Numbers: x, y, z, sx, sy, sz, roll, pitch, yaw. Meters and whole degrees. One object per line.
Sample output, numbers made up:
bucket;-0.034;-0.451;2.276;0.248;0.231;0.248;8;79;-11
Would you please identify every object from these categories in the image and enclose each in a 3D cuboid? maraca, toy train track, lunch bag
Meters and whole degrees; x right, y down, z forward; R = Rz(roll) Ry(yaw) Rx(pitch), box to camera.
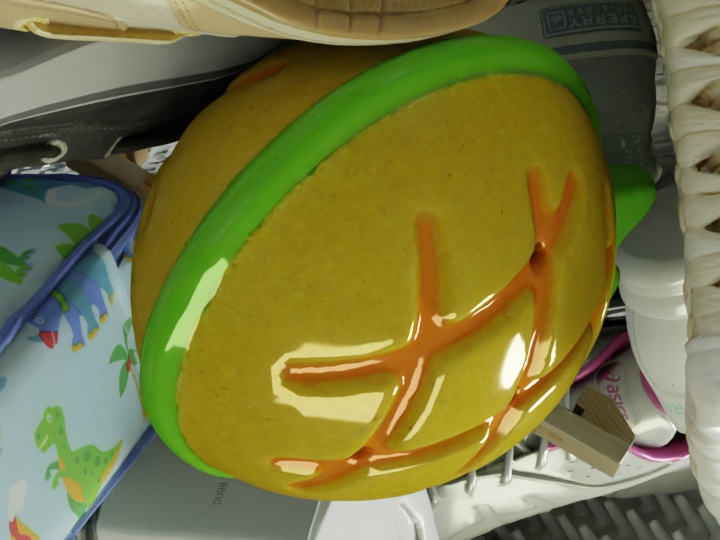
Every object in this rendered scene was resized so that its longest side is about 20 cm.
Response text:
maraca;0.014;0.003;0.719;0.137;0.107;0.200;-46;154;10
toy train track;0.000;0.000;0.874;0.200;0.033;0.115;30;167;7
lunch bag;-0.158;0.048;0.839;0.160;0.083;0.200;0;-147;29

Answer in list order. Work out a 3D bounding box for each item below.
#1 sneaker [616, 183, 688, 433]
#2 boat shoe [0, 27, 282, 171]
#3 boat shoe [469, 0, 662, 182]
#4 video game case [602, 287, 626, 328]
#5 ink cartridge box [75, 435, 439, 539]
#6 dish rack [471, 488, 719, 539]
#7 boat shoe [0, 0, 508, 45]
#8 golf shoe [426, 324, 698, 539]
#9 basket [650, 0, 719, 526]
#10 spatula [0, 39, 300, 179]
sneaker;0.183;0.001;0.886;0.199;0.089;0.075;-12;-152;6
boat shoe;-0.101;-0.047;0.664;0.200;0.070;0.066;-17;147;-45
boat shoe;0.045;-0.024;0.874;0.070;0.072;0.201;-4;167;-12
video game case;0.132;0.001;1.025;0.180;0.026;0.200;-9;176;12
ink cartridge box;-0.080;0.101;0.948;0.199;0.084;0.145;2;135;20
dish rack;0.113;0.097;1.089;0.172;0.200;0.044;21;151;56
boat shoe;-0.055;-0.087;0.625;0.200;0.074;0.069;6;174;-36
golf shoe;0.059;0.053;1.002;0.200;0.076;0.092;-14;168;-19
basket;0.178;-0.029;0.738;0.199;0.161;0.198;-7;165;8
spatula;-0.084;-0.046;0.835;0.200;0.021;0.057;-17;-178;24
